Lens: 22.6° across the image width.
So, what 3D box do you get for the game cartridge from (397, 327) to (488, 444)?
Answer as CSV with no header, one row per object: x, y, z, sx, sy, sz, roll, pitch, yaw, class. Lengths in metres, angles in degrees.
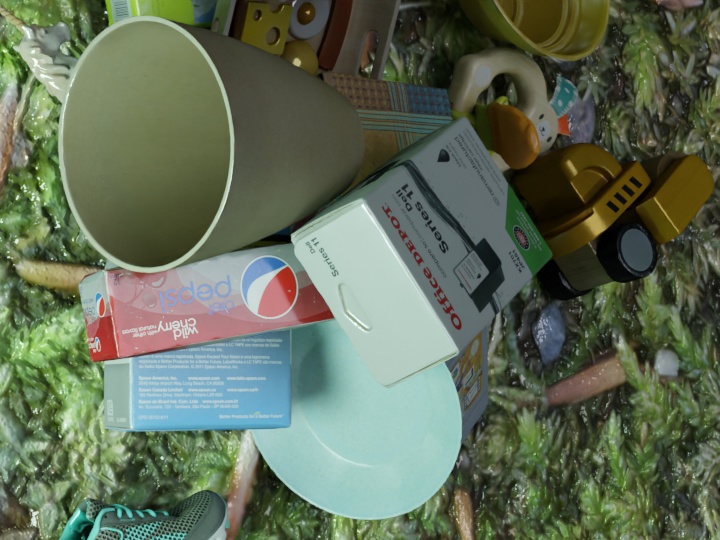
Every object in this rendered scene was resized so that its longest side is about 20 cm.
0.069,0.111,1.623,0.133,0.041,0.200,-56,156,-32,game cartridge

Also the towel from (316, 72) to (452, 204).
0.032,-0.069,1.542,0.146,0.022,0.200,4,70,-37,towel

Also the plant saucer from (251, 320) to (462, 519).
-0.002,0.112,1.529,0.039,0.201,0.201,-37,114,-62,plant saucer

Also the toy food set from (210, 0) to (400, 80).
-0.053,-0.186,1.541,0.200,0.060,0.144,-4,114,-47,toy food set

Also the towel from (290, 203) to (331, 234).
0.000,0.000,1.574,0.200,0.030,0.147,11,106,-30,towel

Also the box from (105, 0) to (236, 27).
-0.131,-0.268,1.521,0.200,0.048,0.122,-17,102,-43,box

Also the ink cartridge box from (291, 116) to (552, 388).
0.053,-0.017,1.442,0.147,0.083,0.200,57,36,-6,ink cartridge box

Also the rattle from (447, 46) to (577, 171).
0.184,-0.146,1.746,0.200,0.143,0.131,12,82,-42,rattle

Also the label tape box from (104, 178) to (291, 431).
-0.132,0.030,1.469,0.143,0.066,0.200,2,84,-28,label tape box

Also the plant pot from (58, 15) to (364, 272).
-0.095,-0.096,1.383,0.200,0.187,0.188,-4,90,-49,plant pot

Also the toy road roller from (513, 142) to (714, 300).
0.246,-0.076,1.818,0.200,0.123,0.146,-43,104,-35,toy road roller

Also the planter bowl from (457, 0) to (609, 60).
0.148,-0.286,1.750,0.200,0.083,0.201,18,63,-39,planter bowl

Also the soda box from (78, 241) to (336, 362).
-0.114,0.022,1.407,0.200,0.063,0.070,-9,89,-28,soda box

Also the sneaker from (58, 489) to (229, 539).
-0.187,0.214,1.421,0.200,0.078,0.091,-32,105,-41,sneaker

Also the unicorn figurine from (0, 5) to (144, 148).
-0.197,-0.132,1.428,0.137,0.074,0.200,-19,106,-32,unicorn figurine
